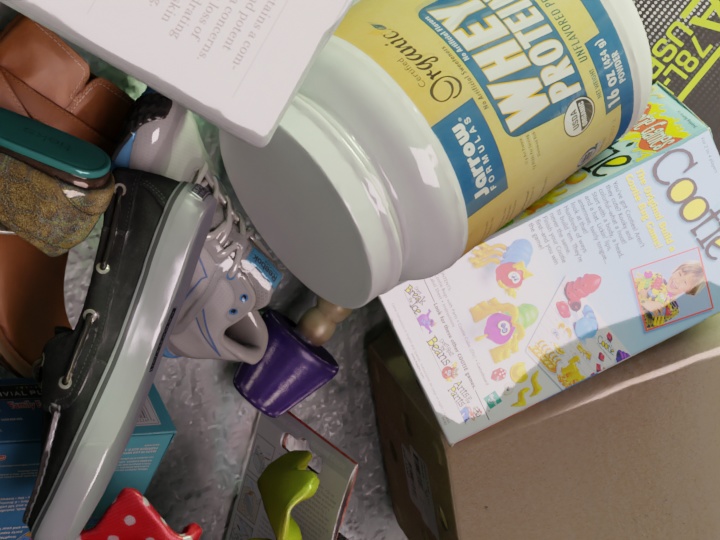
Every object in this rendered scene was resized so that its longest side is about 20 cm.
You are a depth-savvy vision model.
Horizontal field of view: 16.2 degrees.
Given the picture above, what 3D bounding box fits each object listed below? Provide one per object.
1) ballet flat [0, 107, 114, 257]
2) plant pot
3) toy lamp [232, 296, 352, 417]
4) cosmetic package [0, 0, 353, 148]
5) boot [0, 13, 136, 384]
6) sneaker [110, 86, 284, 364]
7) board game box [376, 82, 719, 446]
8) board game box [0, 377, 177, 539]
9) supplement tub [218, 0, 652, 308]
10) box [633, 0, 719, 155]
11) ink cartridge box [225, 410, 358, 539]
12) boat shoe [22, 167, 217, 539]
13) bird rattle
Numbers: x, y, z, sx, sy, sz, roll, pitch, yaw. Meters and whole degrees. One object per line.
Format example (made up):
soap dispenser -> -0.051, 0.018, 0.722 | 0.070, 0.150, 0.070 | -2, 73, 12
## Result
ballet flat -> -0.219, -0.068, 1.263 | 0.199, 0.071, 0.071 | 28, 95, -2
plant pot -> 0.113, 0.102, 1.539 | 0.176, 0.200, 0.201 | -16, 120, -13
toy lamp -> 0.000, 0.000, 1.482 | 0.200, 0.058, 0.058 | -50, 129, 4
cosmetic package -> -0.106, -0.189, 1.236 | 0.199, 0.166, 0.168 | 30, 93, -22
boot -> -0.166, -0.029, 1.359 | 0.155, 0.074, 0.200 | -51, 131, -9
sneaker -> -0.083, -0.021, 1.371 | 0.201, 0.086, 0.075 | 83, 28, -51
board game box -> 0.109, -0.006, 1.414 | 0.199, 0.103, 0.105 | -26, 111, 0
board game box -> -0.205, 0.142, 1.376 | 0.150, 0.047, 0.201 | -1, 135, -34
supplement tub -> 0.040, -0.086, 1.332 | 0.200, 0.144, 0.145 | -37, 126, -23
box -> 0.180, -0.135, 1.459 | 0.193, 0.048, 0.200 | 37, 104, -13
ink cartridge box -> -0.037, 0.188, 1.515 | 0.050, 0.109, 0.201 | 6, 107, -36
boat shoe -> -0.133, 0.044, 1.289 | 0.056, 0.069, 0.201 | 21, 85, 3
bird rattle -> -0.096, 0.184, 1.394 | 0.199, 0.113, 0.163 | -15, 161, -40
